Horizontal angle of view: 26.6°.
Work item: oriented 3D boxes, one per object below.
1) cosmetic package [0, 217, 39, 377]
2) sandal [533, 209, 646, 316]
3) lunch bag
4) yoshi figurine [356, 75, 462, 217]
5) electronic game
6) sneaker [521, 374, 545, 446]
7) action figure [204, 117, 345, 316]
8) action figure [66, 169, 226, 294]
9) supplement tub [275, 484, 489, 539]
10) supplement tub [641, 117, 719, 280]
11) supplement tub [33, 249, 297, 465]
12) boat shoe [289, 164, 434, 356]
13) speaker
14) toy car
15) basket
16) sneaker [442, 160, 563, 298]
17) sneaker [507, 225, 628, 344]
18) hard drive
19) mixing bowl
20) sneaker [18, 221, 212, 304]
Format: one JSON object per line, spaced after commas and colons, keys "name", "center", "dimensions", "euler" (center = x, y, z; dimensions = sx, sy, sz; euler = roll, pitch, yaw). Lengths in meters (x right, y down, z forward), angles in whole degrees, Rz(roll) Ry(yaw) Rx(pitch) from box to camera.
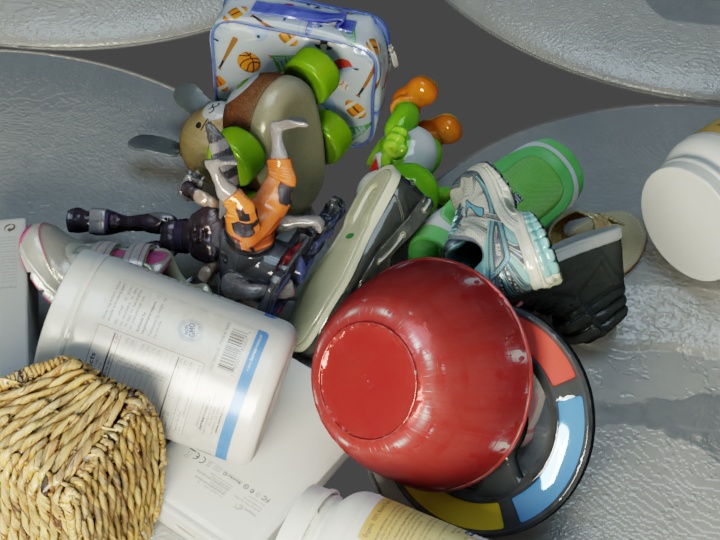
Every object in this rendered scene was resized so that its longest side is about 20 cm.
{"name": "cosmetic package", "center": [-0.330, 0.059, 1.382], "dimensions": [0.070, 0.102, 0.201], "euler": [-6, 47, -8]}
{"name": "sandal", "center": [0.217, -0.024, 1.519], "dimensions": [0.211, 0.070, 0.078], "euler": [-30, 56, -28]}
{"name": "lunch bag", "center": [-0.060, -0.219, 1.620], "dimensions": [0.198, 0.161, 0.076], "euler": [11, 47, 8]}
{"name": "yoshi figurine", "center": [0.057, -0.107, 1.564], "dimensions": [0.111, 0.113, 0.201], "euler": [19, 51, 5]}
{"name": "electronic game", "center": [0.106, 0.128, 1.311], "dimensions": [0.199, 0.202, 0.042], "euler": [31, 10, 24]}
{"name": "sneaker", "center": [0.088, 0.067, 1.389], "dimensions": [0.199, 0.106, 0.075], "euler": [30, 22, 18]}
{"name": "action figure", "center": [-0.088, -0.046, 1.411], "dimensions": [0.103, 0.195, 0.200], "euler": [12, 30, 17]}
{"name": "action figure", "center": [-0.187, -0.033, 1.476], "dimensions": [0.197, 0.069, 0.132], "euler": [-1, 77, 11]}
{"name": "supplement tub", "center": [0.031, 0.260, 1.189], "dimensions": [0.198, 0.145, 0.145], "euler": [20, 48, 15]}
{"name": "supplement tub", "center": [0.393, -0.089, 1.531], "dimensions": [0.199, 0.145, 0.144], "euler": [-31, 56, -29]}
{"name": "supplement tub", "center": [-0.165, 0.074, 1.303], "dimensions": [0.198, 0.133, 0.133], "euler": [20, 48, 2]}
{"name": "boat shoe", "center": [0.000, 0.000, 1.452], "dimensions": [0.201, 0.067, 0.072], "euler": [-58, 27, -9]}
{"name": "speaker", "center": [0.138, -0.054, 1.532], "dimensions": [0.088, 0.089, 0.200], "euler": [34, 54, 26]}
{"name": "toy car", "center": [-0.138, -0.145, 1.565], "dimensions": [0.198, 0.159, 0.165], "euler": [19, 52, 29]}
{"name": "basket", "center": [-0.249, 0.159, 1.224], "dimensions": [0.148, 0.201, 0.143], "euler": [21, 50, 16]}
{"name": "sneaker", "center": [0.107, -0.036, 1.380], "dimensions": [0.086, 0.078, 0.200], "euler": [-22, 27, -6]}
{"name": "sneaker", "center": [0.179, 0.031, 1.437], "dimensions": [0.198, 0.100, 0.070], "euler": [-19, 6, -29]}
{"name": "hard drive", "center": [-0.093, 0.163, 1.352], "dimensions": [0.131, 0.026, 0.200], "euler": [29, 51, 21]}
{"name": "mixing bowl", "center": [0.033, 0.089, 1.269], "dimensions": [0.200, 0.201, 0.108], "euler": [36, 18, 27]}
{"name": "sneaker", "center": [-0.216, 0.005, 1.398], "dimensions": [0.199, 0.088, 0.082], "euler": [30, 27, -14]}
